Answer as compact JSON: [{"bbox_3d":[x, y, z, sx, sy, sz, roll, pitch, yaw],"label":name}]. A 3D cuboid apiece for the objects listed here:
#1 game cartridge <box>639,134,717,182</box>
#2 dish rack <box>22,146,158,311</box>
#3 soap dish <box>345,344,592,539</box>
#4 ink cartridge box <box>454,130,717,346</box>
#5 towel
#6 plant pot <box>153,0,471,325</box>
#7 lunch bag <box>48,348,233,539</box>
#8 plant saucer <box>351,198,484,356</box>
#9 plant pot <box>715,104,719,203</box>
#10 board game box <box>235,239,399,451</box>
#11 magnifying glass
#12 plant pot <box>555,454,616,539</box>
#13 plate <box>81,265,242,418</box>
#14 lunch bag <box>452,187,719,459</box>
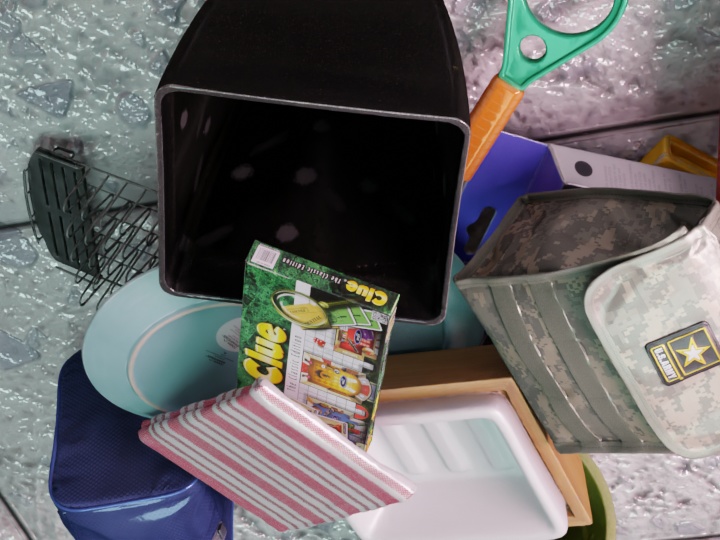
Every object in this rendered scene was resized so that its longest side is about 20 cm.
[{"bbox_3d":[0.245,-0.003,1.538,0.175,0.033,0.200,25,136,-18],"label":"game cartridge"},{"bbox_3d":[-0.177,-0.011,1.528,0.199,0.055,0.154,22,142,18],"label":"dish rack"},{"bbox_3d":[0.062,0.131,1.503,0.199,0.081,0.158,-8,129,32],"label":"soap dish"},{"bbox_3d":[0.156,-0.004,1.479,0.198,0.044,0.199,12,135,-11],"label":"ink cartridge box"},{"bbox_3d":[-0.064,0.134,1.470,0.146,0.030,0.200,35,151,-20],"label":"towel"},{"bbox_3d":[-0.027,-0.104,1.357,0.198,0.178,0.201,6,140,1],"label":"plant pot"},{"bbox_3d":[-0.172,0.167,1.648,0.135,0.201,0.133,-8,138,8],"label":"lunch bag"},{"bbox_3d":[-0.005,0.024,1.506,0.199,0.028,0.201,14,139,12],"label":"plant saucer"},{"bbox_3d":[0.322,-0.097,1.321,0.199,0.201,0.178,-6,126,14],"label":"plant pot"},{"bbox_3d":[-0.033,0.059,1.379,0.104,0.024,0.201,22,147,9],"label":"board game box"},{"bbox_3d":[0.114,-0.146,1.366,0.079,0.022,0.201,31,115,-1],"label":"magnifying glass"},{"bbox_3d":[0.107,0.251,1.728,0.198,0.201,0.190,7,149,0],"label":"plant pot"},{"bbox_3d":[-0.107,0.060,1.484,0.199,0.026,0.201,-8,140,-6],"label":"plate"},{"bbox_3d":[0.191,0.035,1.344,0.199,0.118,0.165,-5,126,47],"label":"lunch bag"}]
